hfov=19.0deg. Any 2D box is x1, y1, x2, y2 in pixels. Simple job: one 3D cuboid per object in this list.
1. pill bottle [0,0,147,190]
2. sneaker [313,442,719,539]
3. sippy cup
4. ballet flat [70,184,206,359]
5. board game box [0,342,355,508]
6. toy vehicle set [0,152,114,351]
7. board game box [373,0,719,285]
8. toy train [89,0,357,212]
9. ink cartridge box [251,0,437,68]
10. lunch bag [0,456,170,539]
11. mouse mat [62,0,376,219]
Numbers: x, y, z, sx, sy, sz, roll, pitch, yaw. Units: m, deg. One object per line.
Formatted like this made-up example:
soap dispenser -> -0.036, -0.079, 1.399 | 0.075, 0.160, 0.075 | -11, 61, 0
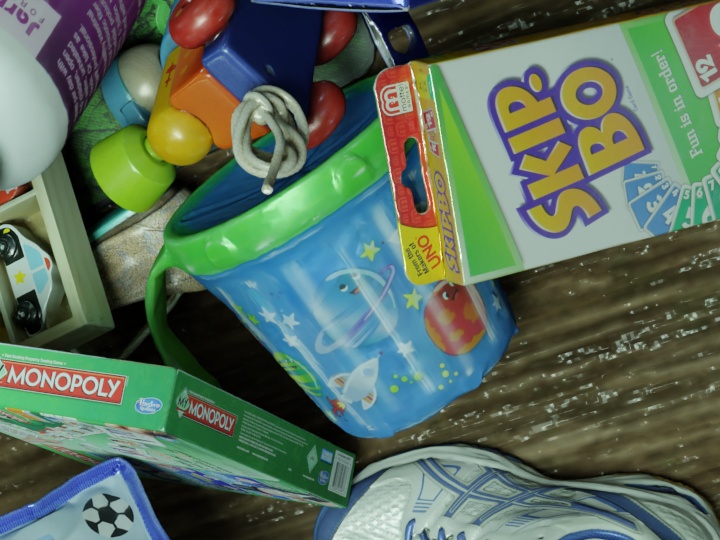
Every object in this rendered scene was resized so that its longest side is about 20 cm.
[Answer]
pill bottle -> -0.162, -0.107, 0.928 | 0.112, 0.201, 0.113 | 16, 145, 11
sneaker -> 0.068, 0.130, 1.006 | 0.199, 0.088, 0.076 | -2, 105, 16
sippy cup -> 0.000, 0.000, 0.975 | 0.177, 0.140, 0.131 | -17, 112, 47
ballet flat -> -0.154, 0.029, 1.048 | 0.199, 0.068, 0.067 | -28, 103, 20
board game box -> -0.100, 0.070, 0.967 | 0.134, 0.200, 0.029 | 7, 78, 23
toy vehicle set -> -0.200, -0.041, 1.018 | 0.124, 0.026, 0.201 | -26, 74, 21
board game box -> 0.106, -0.059, 0.926 | 0.199, 0.030, 0.096 | -14, 102, -17
toy train -> -0.073, -0.064, 0.933 | 0.116, 0.200, 0.085 | -36, 116, 27
ink cartridge box -> 0.008, -0.186, 0.917 | 0.076, 0.136, 0.201 | 7, 105, 17
lunch bag -> -0.109, 0.221, 0.975 | 0.200, 0.123, 0.170 | 52, 155, 24
mouse mat -> -0.108, -0.127, 1.029 | 0.199, 0.008, 0.162 | -26, 96, 17
